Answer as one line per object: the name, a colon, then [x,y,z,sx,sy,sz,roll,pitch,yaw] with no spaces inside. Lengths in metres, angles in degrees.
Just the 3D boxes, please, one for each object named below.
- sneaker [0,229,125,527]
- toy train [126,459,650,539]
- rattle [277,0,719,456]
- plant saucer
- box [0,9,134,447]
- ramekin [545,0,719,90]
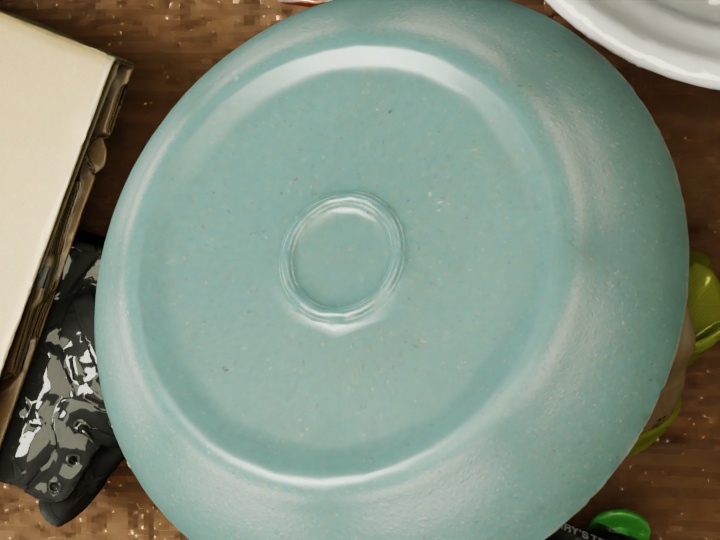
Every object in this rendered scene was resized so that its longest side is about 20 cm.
sneaker: [-0.088,0.044,0.907,0.200,0.060,0.104,15,96,12]
toy train: [0.010,0.079,0.870,0.200,0.042,0.056,23,131,-15]
rattle: [0.082,-0.048,0.871,0.143,0.130,0.200,-31,63,-1]
plant saucer: [0.000,0.000,0.790,0.200,0.036,0.200,-6,73,21]
box: [-0.191,-0.030,0.905,0.200,0.021,0.164,22,96,21]
ramekin: [0.134,-0.159,0.837,0.200,0.098,0.201,1,96,8]
